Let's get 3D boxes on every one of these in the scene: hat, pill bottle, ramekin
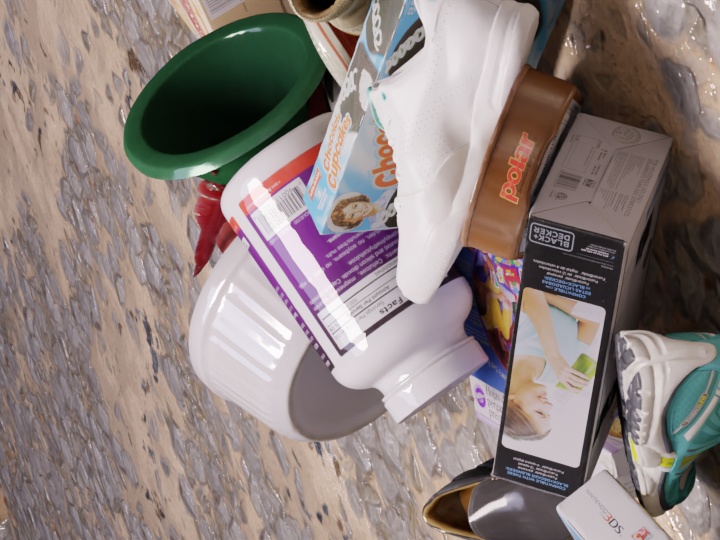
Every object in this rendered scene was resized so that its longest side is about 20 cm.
[{"bbox_3d":[-0.065,-0.072,1.655,0.176,0.165,0.200,57,171,-33],"label":"hat"},{"bbox_3d":[0.000,0.000,1.540,0.201,0.112,0.112,55,157,6],"label":"pill bottle"},{"bbox_3d":[-0.023,0.037,1.684,0.094,0.202,0.203,41,146,33],"label":"ramekin"}]

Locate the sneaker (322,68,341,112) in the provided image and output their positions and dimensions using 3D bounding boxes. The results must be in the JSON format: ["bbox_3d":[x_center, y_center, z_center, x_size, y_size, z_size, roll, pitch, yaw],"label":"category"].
[{"bbox_3d":[0.005,-0.161,1.602,0.089,0.074,0.201,99,149,-47],"label":"sneaker"}]

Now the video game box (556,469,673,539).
[{"bbox_3d":[0.211,0.235,1.352,0.182,0.047,0.200,45,172,46],"label":"video game box"}]

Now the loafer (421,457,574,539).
[{"bbox_3d":[0.111,0.174,1.618,0.200,0.072,0.073,-20,88,69],"label":"loafer"}]

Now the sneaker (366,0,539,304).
[{"bbox_3d":[0.040,-0.079,1.359,0.075,0.088,0.201,-58,-15,-64],"label":"sneaker"}]

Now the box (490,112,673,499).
[{"bbox_3d":[0.131,0.023,1.351,0.060,0.117,0.201,15,128,12],"label":"box"}]

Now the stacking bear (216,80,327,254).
[{"bbox_3d":[-0.036,-0.090,1.731,0.114,0.121,0.201,-119,30,-44],"label":"stacking bear"}]

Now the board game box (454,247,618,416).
[{"bbox_3d":[0.102,0.015,1.545,0.200,0.045,0.135,29,133,61],"label":"board game box"}]

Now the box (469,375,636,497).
[{"bbox_3d":[0.138,0.105,1.537,0.200,0.041,0.039,30,134,62],"label":"box"}]

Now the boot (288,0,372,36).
[{"bbox_3d":[0.002,-0.246,1.387,0.155,0.072,0.201,-17,-59,-77],"label":"boot"}]

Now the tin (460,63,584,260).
[{"bbox_3d":[0.098,-0.061,1.352,0.200,0.042,0.113,-11,-55,-82],"label":"tin"}]

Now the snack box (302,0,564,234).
[{"bbox_3d":[0.045,-0.109,1.427,0.037,0.115,0.201,62,146,37],"label":"snack box"}]

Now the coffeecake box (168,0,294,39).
[{"bbox_3d":[-0.126,-0.253,1.803,0.200,0.073,0.154,53,172,41],"label":"coffeecake box"}]

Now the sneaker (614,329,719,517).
[{"bbox_3d":[0.194,0.090,1.333,0.200,0.079,0.078,76,-175,-67],"label":"sneaker"}]

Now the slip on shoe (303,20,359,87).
[{"bbox_3d":[-0.015,-0.215,1.555,0.074,0.061,0.201,58,-158,-55],"label":"slip on shoe"}]
